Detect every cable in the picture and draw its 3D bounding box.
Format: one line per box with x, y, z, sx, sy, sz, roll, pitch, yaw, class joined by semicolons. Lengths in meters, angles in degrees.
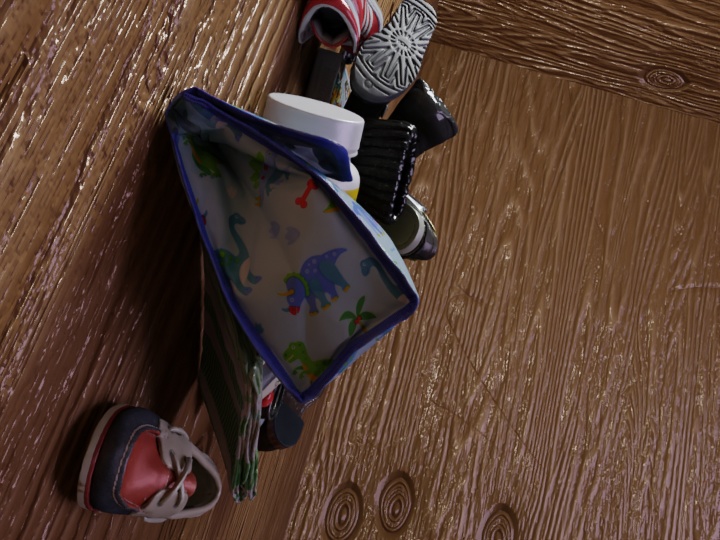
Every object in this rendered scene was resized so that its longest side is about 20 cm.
-0.090;0.126;0.975;0.201;0.049;0.100;-71;175;-66;cable

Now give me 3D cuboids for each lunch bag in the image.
-0.051;-0.029;0.508;0.127;0.201;0.170;-39;178;0;lunch bag

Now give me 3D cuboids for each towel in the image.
-0.116;0.085;0.595;0.203;0.023;0.154;101;-30;-44;towel

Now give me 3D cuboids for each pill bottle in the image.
-0.063;-0.056;0.672;0.115;0.111;0.205;-63;168;-72;pill bottle

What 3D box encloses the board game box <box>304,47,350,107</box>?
-0.047;-0.200;0.934;0.200;0.034;0.130;2;105;-86;board game box

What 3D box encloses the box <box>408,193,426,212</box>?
0.000;0.000;0.935;0.200;0.049;0.163;-48;172;-48;box

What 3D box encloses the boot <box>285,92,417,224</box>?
-0.029;-0.076;0.765;0.080;0.154;0.216;-61;167;-56;boot

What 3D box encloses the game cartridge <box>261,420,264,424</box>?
-0.135;0.130;0.975;0.133;0.040;0.206;-80;-175;-86;game cartridge

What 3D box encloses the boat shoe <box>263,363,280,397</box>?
-0.102;0.098;0.792;0.199;0.070;0.064;-39;139;-50;boat shoe

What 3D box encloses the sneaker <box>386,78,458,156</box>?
0.053;-0.155;0.822;0.090;0.076;0.200;-41;180;-8;sneaker

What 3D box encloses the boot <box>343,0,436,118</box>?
0.005;-0.200;0.821;0.166;0.065;0.200;-56;-173;-34;boot

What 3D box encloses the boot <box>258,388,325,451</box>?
-0.121;0.204;1.103;0.096;0.075;0.201;-29;-161;34;boot

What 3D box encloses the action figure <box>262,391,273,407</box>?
-0.117;0.098;0.877;0.052;0.064;0.206;15;90;-70;action figure

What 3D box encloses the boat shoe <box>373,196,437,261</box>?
0.015;-0.076;0.823;0.072;0.201;0.060;-51;140;10;boat shoe

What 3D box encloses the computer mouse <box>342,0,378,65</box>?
0.007;-0.376;0.946;0.200;0.045;0.144;85;22;-80;computer mouse

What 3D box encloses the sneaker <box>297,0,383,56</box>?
-0.020;-0.270;0.778;0.200;0.069;0.116;68;33;-72;sneaker

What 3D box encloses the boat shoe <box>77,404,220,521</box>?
-0.148;0.149;0.513;0.201;0.061;0.073;93;15;-68;boat shoe
